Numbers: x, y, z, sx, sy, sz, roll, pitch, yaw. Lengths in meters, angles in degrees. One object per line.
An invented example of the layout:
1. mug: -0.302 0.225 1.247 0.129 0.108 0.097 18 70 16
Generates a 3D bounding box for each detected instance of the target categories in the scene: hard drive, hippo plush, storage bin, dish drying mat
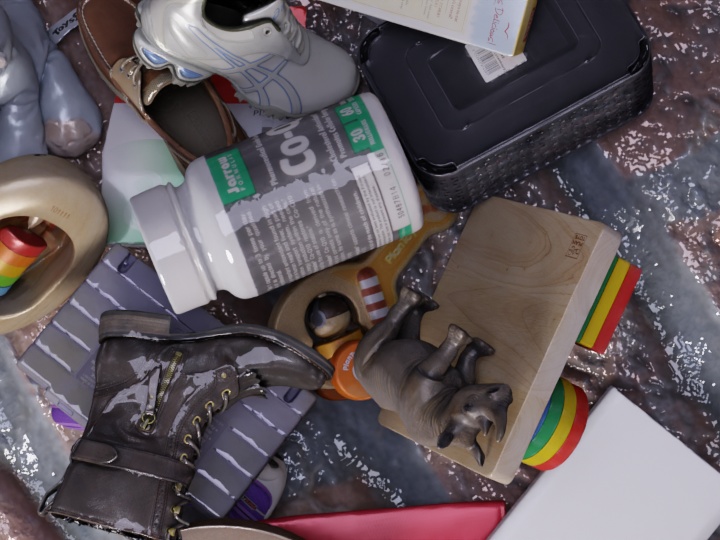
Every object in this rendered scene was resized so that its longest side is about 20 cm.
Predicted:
1. hard drive: 0.183 0.208 1.683 0.132 0.027 0.200 39 92 -1
2. hippo plush: -0.286 -0.152 1.705 0.159 0.161 0.200 39 92 8
3. storage bin: 0.113 -0.152 1.669 0.200 0.094 0.135 -28 71 -1
4. dish drying mat: 0.017 0.224 1.704 0.200 0.018 0.077 -4 93 -1

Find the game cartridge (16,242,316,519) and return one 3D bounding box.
1. game cartridge: -0.150 0.088 1.669 0.200 0.038 0.130 38 78 2

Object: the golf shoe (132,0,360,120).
1. golf shoe: -0.071 -0.174 1.657 0.097 0.200 0.078 -38 52 45

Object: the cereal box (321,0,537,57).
1. cereal box: 0.044 -0.255 1.614 0.200 0.040 0.144 19 104 13

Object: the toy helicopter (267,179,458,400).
1. toy helicopter: 0.000 0.000 1.700 0.132 0.079 0.200 42 76 -11

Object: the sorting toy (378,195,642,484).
1. sorting toy: 0.120 0.056 1.633 0.070 0.200 0.199 26 87 -25

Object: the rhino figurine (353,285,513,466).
1. rhino figurine: 0.057 0.082 1.578 0.060 0.200 0.088 31 95 -33

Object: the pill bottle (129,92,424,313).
1. pill bottle: -0.063 -0.047 1.618 0.200 0.113 0.113 -22 84 -4

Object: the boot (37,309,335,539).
1. boot: -0.127 0.126 1.610 0.200 0.069 0.174 7 71 5

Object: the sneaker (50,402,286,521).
1. sneaker: -0.160 0.150 1.715 0.200 0.081 0.084 24 96 7

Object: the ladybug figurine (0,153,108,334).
1. ladybug figurine: -0.282 -0.023 1.718 0.200 0.136 0.072 -41 40 26

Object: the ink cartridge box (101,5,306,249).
1. ink cartridge box: -0.124 -0.116 1.741 0.161 0.050 0.200 1 89 7

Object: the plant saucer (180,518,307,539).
1. plant saucer: -0.092 0.255 1.671 0.200 0.032 0.200 4 130 5

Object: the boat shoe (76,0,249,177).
1. boat shoe: -0.152 -0.148 1.693 0.076 0.072 0.200 -40 79 -5

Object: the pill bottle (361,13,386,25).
1. pill bottle: 0.048 -0.293 1.696 0.112 0.112 0.200 34 92 8
